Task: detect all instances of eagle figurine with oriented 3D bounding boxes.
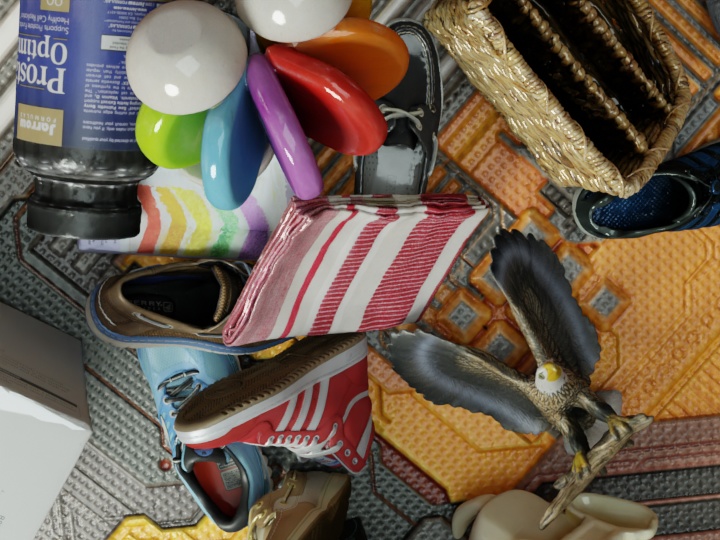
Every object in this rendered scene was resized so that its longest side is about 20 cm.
[{"bbox_3d":[0.144,0.083,1.190,0.151,0.151,0.200,-31,68,-38],"label":"eagle figurine"}]

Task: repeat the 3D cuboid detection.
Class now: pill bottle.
[{"bbox_3d":[-0.199,-0.128,1.057,0.111,0.112,0.202,4,100,-6],"label":"pill bottle"}]

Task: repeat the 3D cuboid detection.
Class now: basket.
[{"bbox_3d":[0.170,-0.172,1.108,0.143,0.149,0.200,-43,103,-4],"label":"basket"}]

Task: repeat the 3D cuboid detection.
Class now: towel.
[{"bbox_3d":[0.000,0.000,1.114,0.199,0.023,0.144,-4,136,-40],"label":"towel"}]

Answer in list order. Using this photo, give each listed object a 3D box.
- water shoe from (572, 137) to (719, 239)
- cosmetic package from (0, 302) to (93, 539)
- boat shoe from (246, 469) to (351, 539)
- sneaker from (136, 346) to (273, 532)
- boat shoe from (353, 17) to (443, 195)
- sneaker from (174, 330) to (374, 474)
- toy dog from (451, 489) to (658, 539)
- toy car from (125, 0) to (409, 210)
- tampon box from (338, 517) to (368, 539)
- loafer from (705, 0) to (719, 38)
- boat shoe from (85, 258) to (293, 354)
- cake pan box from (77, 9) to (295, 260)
[{"bbox_3d":[0.277,-0.061,1.181,0.199,0.079,0.072,-16,102,-2],"label":"water shoe"},{"bbox_3d":[-0.307,0.144,1.099,0.122,0.200,0.200,28,97,-18],"label":"cosmetic package"},{"bbox_3d":[-0.059,0.211,1.145,0.066,0.200,0.075,10,99,10],"label":"boat shoe"},{"bbox_3d":[-0.126,0.124,1.171,0.078,0.090,0.201,-23,101,5],"label":"sneaker"},{"bbox_3d":[0.027,-0.102,1.159,0.073,0.060,0.201,11,100,-6],"label":"boat shoe"},{"bbox_3d":[-0.059,0.129,1.152,0.199,0.071,0.113,-25,113,-41],"label":"sneaker"},{"bbox_3d":[0.150,0.299,1.205,0.193,0.139,0.201,11,115,30],"label":"toy dog"},{"bbox_3d":[-0.056,-0.120,1.002,0.199,0.175,0.150,-34,67,-8],"label":"toy car"},{"bbox_3d":[-0.040,0.316,1.164,0.149,0.200,0.127,-20,102,-1],"label":"tampon box"},{"bbox_3d":[0.333,-0.202,1.177,0.071,0.063,0.201,-14,97,28],"label":"loafer"},{"bbox_3d":[-0.112,0.027,1.134,0.199,0.072,0.073,-6,76,-28],"label":"boat shoe"},{"bbox_3d":[-0.132,-0.110,1.148,0.183,0.052,0.202,4,100,-8],"label":"cake pan box"}]
